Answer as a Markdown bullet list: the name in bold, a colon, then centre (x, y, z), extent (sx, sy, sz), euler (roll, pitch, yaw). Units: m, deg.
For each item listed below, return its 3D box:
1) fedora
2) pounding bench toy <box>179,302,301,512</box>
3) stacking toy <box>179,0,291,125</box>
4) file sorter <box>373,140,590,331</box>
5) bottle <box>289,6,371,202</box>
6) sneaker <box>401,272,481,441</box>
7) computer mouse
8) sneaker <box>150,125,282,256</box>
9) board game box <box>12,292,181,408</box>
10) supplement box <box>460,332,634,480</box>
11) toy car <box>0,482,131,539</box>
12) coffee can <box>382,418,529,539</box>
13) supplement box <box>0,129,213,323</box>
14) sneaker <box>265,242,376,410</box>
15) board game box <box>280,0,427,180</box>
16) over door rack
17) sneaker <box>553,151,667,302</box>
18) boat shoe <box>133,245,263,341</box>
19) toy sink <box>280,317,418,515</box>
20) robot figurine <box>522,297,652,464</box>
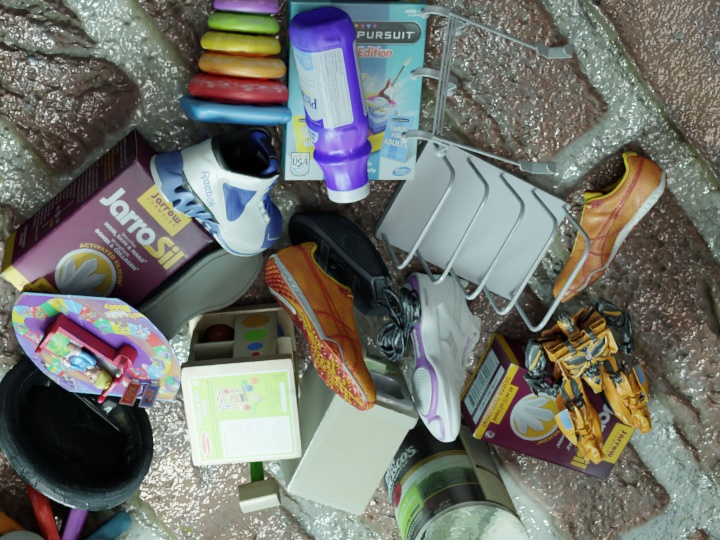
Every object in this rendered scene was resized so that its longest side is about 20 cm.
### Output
- **fedora**: centre (-0.343, 0.196, 1.571), extent (0.199, 0.202, 0.092), euler (26, 141, -20)
- **pounding bench toy**: centre (-0.131, 0.158, 1.568), extent (0.123, 0.156, 0.202), euler (-5, 114, -1)
- **stacking toy**: centre (-0.124, -0.257, 1.425), extent (0.109, 0.116, 0.202), euler (1, 100, -20)
- **file sorter**: centre (0.141, -0.039, 1.549), extent (0.199, 0.125, 0.140), euler (24, 108, -19)
- **bottle**: centre (-0.027, -0.172, 1.427), extent (0.065, 0.084, 0.202), euler (-15, 117, -11)
- **sneaker**: centre (0.108, 0.099, 1.596), extent (0.099, 0.075, 0.202), euler (-2, 80, -26)
- **computer mouse**: centre (0.000, 0.000, 1.539), extent (0.053, 0.200, 0.139), euler (-39, 164, -26)
- **sneaker**: centre (-0.122, -0.088, 1.444), extent (0.114, 0.081, 0.199), euler (-24, 151, 20)
- **board game box**: centre (-0.293, 0.096, 1.452), extent (0.198, 0.039, 0.159), euler (3, 134, 21)
- **supplement box**: centre (0.237, 0.171, 1.685), extent (0.198, 0.086, 0.111), euler (20, 109, -19)
- **toy car**: centre (-0.362, 0.327, 1.626), extent (0.198, 0.175, 0.152), euler (10, 76, -14)
- **coffee can**: centre (0.113, 0.291, 1.654), extent (0.145, 0.200, 0.148), euler (-4, 115, -9)
- **supplement box**: centre (-0.278, -0.033, 1.486), extent (0.200, 0.103, 0.131), euler (-39, 115, 8)
- **sneaker**: centre (-0.029, 0.058, 1.483), extent (0.077, 0.073, 0.201), euler (-24, 82, -25)
- **board game box**: centre (-0.009, -0.201, 1.489), extent (0.149, 0.047, 0.202), euler (-1, 115, -10)
- **over door rack**: centre (0.133, -0.193, 1.476), extent (0.198, 0.066, 0.150), euler (10, 87, -34)
- **sneaker**: centre (0.284, -0.052, 1.612), extent (0.077, 0.073, 0.201), euler (32, 102, 1)
- **boat shoe**: centre (-0.199, 0.026, 1.535), extent (0.200, 0.062, 0.075), euler (-40, 125, -21)
- **toy sink**: centre (-0.007, 0.166, 1.614), extent (0.111, 0.131, 0.201), euler (21, 108, -19)
- **robot figurine**: centre (0.272, 0.127, 1.581), extent (0.144, 0.058, 0.201), euler (-31, 126, -4)
